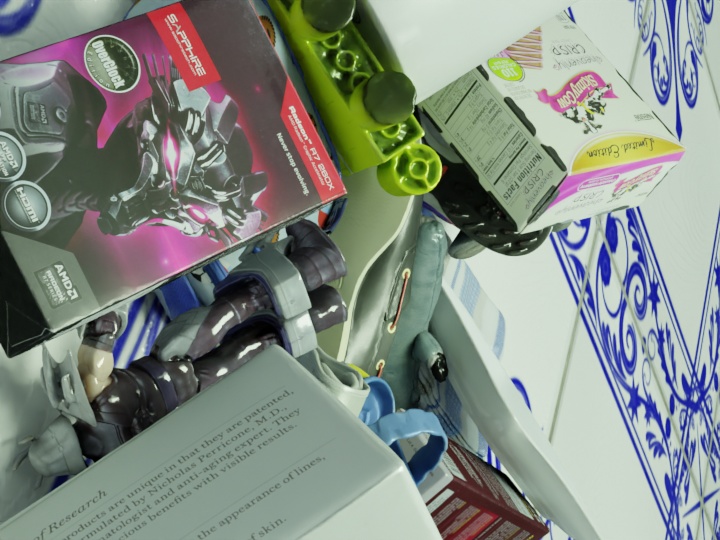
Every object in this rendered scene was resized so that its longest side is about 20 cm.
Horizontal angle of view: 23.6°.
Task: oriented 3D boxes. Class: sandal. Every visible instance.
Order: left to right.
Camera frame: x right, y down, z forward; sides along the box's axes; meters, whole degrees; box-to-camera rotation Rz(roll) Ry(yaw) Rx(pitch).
[{"bbox_3d":[0.001,0.154,1.020,0.079,0.087,0.200,17,76,-50],"label":"sandal"}]

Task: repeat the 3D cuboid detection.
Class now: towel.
[{"bbox_3d":[0.068,0.048,1.346,0.200,0.024,0.147,54,39,-49],"label":"towel"}]

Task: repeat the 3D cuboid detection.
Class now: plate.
[{"bbox_3d":[0.098,0.095,1.249,0.200,0.032,0.200,53,6,-45],"label":"plate"}]

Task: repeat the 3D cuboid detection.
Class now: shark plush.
[{"bbox_3d":[0.024,0.056,1.182,0.091,0.083,0.200,-9,108,-48],"label":"shark plush"}]

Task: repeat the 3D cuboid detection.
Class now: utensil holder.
[{"bbox_3d":[0.065,-0.213,1.029,0.170,0.200,0.170,53,-8,10],"label":"utensil holder"}]

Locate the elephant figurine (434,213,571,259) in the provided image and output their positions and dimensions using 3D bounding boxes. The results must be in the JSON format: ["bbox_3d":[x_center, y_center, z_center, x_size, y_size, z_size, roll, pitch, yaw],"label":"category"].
[{"bbox_3d":[0.106,-0.072,1.310,0.200,0.155,0.142,112,-2,-82],"label":"elephant figurine"}]

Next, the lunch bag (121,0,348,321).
[{"bbox_3d":[-0.081,-0.055,0.980,0.200,0.076,0.160,63,36,-40],"label":"lunch bag"}]

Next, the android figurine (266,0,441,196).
[{"bbox_3d":[-0.018,-0.119,1.033,0.182,0.041,0.200,56,-9,-4],"label":"android figurine"}]

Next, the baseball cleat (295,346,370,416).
[{"bbox_3d":[-0.038,0.116,0.969,0.070,0.106,0.200,21,43,-41],"label":"baseball cleat"}]

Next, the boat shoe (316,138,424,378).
[{"bbox_3d":[-0.002,-0.001,1.113,0.063,0.074,0.201,28,78,-55],"label":"boat shoe"}]

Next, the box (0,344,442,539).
[{"bbox_3d":[-0.055,0.181,0.821,0.200,0.131,0.199,-34,125,-13],"label":"box"}]

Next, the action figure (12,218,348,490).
[{"bbox_3d":[-0.095,0.052,0.891,0.200,0.069,0.130,-33,134,-27],"label":"action figure"}]

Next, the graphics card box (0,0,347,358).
[{"bbox_3d":[-0.110,-0.054,0.828,0.200,0.051,0.126,-27,91,-41],"label":"graphics card box"}]

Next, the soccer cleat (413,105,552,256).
[{"bbox_3d":[0.043,-0.079,1.168,0.068,0.200,0.073,-56,180,9],"label":"soccer cleat"}]

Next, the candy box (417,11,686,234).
[{"bbox_3d":[0.104,-0.124,1.146,0.136,0.061,0.200,-14,60,-46],"label":"candy box"}]

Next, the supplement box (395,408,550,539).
[{"bbox_3d":[0.041,0.170,1.164,0.061,0.109,0.200,54,8,31],"label":"supplement box"}]
